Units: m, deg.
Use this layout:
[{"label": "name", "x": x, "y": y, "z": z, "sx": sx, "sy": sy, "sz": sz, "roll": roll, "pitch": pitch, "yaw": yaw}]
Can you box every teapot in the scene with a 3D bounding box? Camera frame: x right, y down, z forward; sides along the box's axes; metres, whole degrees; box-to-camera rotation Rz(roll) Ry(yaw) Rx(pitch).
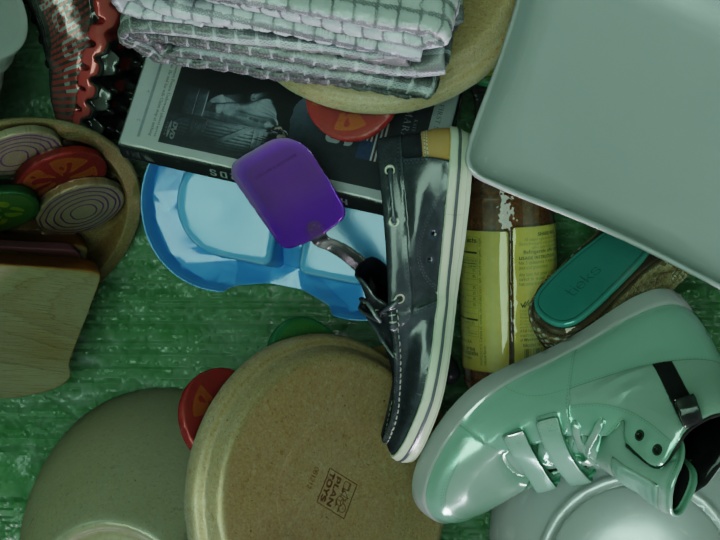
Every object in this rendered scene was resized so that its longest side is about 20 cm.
[{"label": "teapot", "x": 0.164, "y": 0.174, "z": 0.977, "sx": 0.196, "sy": 0.146, "sz": 0.202, "roll": 26, "pitch": 101, "yaw": 5}]

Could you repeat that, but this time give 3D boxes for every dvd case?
[{"label": "dvd case", "x": -0.035, "y": -0.120, "z": 0.996, "sx": 0.198, "sy": 0.025, "sz": 0.152, "roll": 12, "pitch": 70, "yaw": 7}]

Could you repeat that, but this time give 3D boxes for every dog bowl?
[{"label": "dog bowl", "x": -0.040, "y": -0.036, "z": 1.028, "sx": 0.198, "sy": 0.050, "sz": 0.113, "roll": 11, "pitch": 99, "yaw": 7}]

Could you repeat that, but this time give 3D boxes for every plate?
[{"label": "plate", "x": 0.168, "y": -0.097, "z": 0.939, "sx": 0.198, "sy": 0.032, "sz": 0.201, "roll": 23, "pitch": 64, "yaw": -10}]

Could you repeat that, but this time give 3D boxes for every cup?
[{"label": "cup", "x": -0.139, "y": 0.188, "z": 1.025, "sx": 0.198, "sy": 0.143, "sz": 0.203, "roll": 1, "pitch": 97, "yaw": 8}]

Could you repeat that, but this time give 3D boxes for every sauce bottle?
[{"label": "sauce bottle", "x": 0.093, "y": -0.024, "z": 1.003, "sx": 0.065, "sy": 0.066, "sz": 0.203, "roll": 1, "pitch": 97, "yaw": 8}]

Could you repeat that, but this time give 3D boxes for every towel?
[{"label": "towel", "x": -0.030, "y": -0.190, "z": 0.911, "sx": 0.198, "sy": 0.086, "sz": 0.167, "roll": 9, "pitch": 62, "yaw": 3}]

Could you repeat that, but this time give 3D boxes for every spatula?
[{"label": "spatula", "x": 0.000, "y": 0.000, "z": 0.976, "sx": 0.056, "sy": 0.021, "sz": 0.200, "roll": -27, "pitch": 118, "yaw": 31}]

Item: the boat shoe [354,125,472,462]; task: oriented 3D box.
[{"label": "boat shoe", "x": 0.026, "y": 0.014, "z": 0.931, "sx": 0.061, "sy": 0.075, "sz": 0.202, "roll": 5, "pitch": 106, "yaw": -1}]

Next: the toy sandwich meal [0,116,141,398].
[{"label": "toy sandwich meal", "x": -0.222, "y": -0.005, "z": 0.998, "sx": 0.205, "sy": 0.205, "sz": 0.071, "roll": -38, "pitch": 53, "yaw": 11}]

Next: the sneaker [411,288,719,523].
[{"label": "sneaker", "x": 0.123, "y": 0.105, "z": 0.906, "sx": 0.200, "sy": 0.119, "sz": 0.074, "roll": -36, "pitch": 130, "yaw": 8}]

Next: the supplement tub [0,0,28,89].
[{"label": "supplement tub", "x": -0.312, "y": -0.117, "z": 0.989, "sx": 0.200, "sy": 0.144, "sz": 0.145, "roll": -40, "pitch": 90, "yaw": 27}]

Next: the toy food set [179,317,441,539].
[{"label": "toy food set", "x": -0.028, "y": 0.133, "z": 0.970, "sx": 0.197, "sy": 0.048, "sz": 0.202, "roll": 17, "pitch": 77, "yaw": -35}]

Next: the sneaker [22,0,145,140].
[{"label": "sneaker", "x": -0.183, "y": -0.175, "z": 1.022, "sx": 0.097, "sy": 0.071, "sz": 0.203, "roll": 9, "pitch": 102, "yaw": 14}]

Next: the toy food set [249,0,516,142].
[{"label": "toy food set", "x": 0.010, "y": -0.177, "z": 0.974, "sx": 0.198, "sy": 0.049, "sz": 0.200, "roll": -12, "pitch": 68, "yaw": -1}]

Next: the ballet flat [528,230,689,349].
[{"label": "ballet flat", "x": 0.185, "y": -0.015, "z": 0.988, "sx": 0.199, "sy": 0.065, "sz": 0.071, "roll": -38, "pitch": 50, "yaw": -8}]
